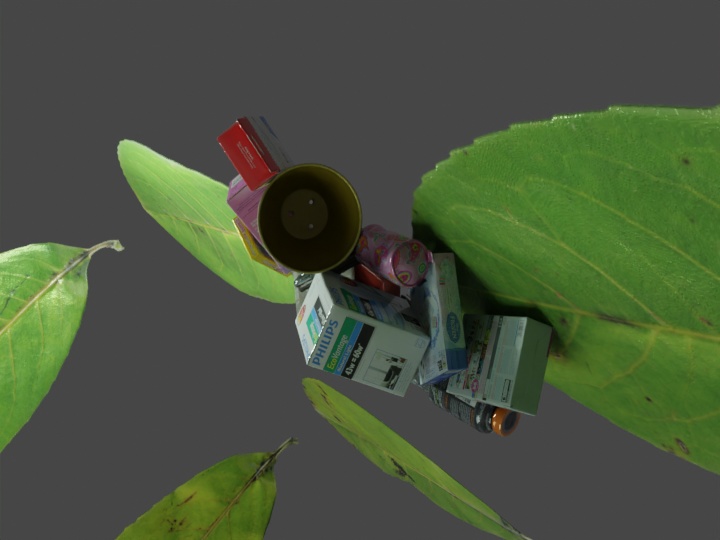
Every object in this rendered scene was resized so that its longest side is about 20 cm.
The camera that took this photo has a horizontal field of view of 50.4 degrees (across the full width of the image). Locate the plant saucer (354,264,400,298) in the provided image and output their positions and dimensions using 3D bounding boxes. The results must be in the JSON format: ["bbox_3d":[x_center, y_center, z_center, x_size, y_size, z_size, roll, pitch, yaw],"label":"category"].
[{"bbox_3d":[0.000,0.000,1.634,0.199,0.037,0.201,39,161,19],"label":"plant saucer"}]

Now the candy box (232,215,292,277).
[{"bbox_3d":[-0.209,-0.051,1.669,0.103,0.026,0.200,60,-172,19],"label":"candy box"}]

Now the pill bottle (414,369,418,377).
[{"bbox_3d":[0.052,0.144,1.621,0.110,0.111,0.202,25,150,44],"label":"pill bottle"}]

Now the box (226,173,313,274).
[{"bbox_3d":[-0.186,-0.121,1.634,0.201,0.096,0.176,50,-173,-20],"label":"box"}]

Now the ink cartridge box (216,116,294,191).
[{"bbox_3d":[-0.196,-0.219,1.421,0.117,0.067,0.200,56,-168,-6],"label":"ink cartridge box"}]

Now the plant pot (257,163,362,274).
[{"bbox_3d":[-0.103,-0.105,1.479,0.201,0.200,0.142,47,179,-12],"label":"plant pot"}]

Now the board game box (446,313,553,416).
[{"bbox_3d":[0.238,0.158,1.325,0.063,0.151,0.199,18,172,-24],"label":"board game box"}]

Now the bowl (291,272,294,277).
[{"bbox_3d":[-0.082,0.041,1.709,0.199,0.074,0.202,34,153,54],"label":"bowl"}]

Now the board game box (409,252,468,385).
[{"bbox_3d":[0.138,0.093,1.389,0.200,0.042,0.204,122,142,-73],"label":"board game box"}]

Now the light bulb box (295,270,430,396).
[{"bbox_3d":[-0.002,0.111,1.422,0.196,0.127,0.199,21,-166,-18],"label":"light bulb box"}]

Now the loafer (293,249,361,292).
[{"bbox_3d":[-0.039,-0.006,1.510,0.063,0.198,0.072,54,-170,-16],"label":"loafer"}]

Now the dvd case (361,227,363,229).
[{"bbox_3d":[-0.018,-0.055,1.641,0.142,0.018,0.201,40,162,13],"label":"dvd case"}]

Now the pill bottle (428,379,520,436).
[{"bbox_3d":[0.248,0.281,1.647,0.198,0.106,0.107,26,156,44],"label":"pill bottle"}]

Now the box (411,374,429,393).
[{"bbox_3d":[0.155,0.236,1.846,0.198,0.051,0.159,23,152,51],"label":"box"}]

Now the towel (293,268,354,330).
[{"bbox_3d":[-0.072,0.059,1.605,0.129,0.035,0.204,1,121,3],"label":"towel"}]

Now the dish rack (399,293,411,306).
[{"bbox_3d":[0.162,0.122,1.580,0.199,0.054,0.154,40,161,21],"label":"dish rack"}]

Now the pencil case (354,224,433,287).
[{"bbox_3d":[0.057,-0.029,1.385,0.088,0.087,0.199,51,170,-22],"label":"pencil case"}]
